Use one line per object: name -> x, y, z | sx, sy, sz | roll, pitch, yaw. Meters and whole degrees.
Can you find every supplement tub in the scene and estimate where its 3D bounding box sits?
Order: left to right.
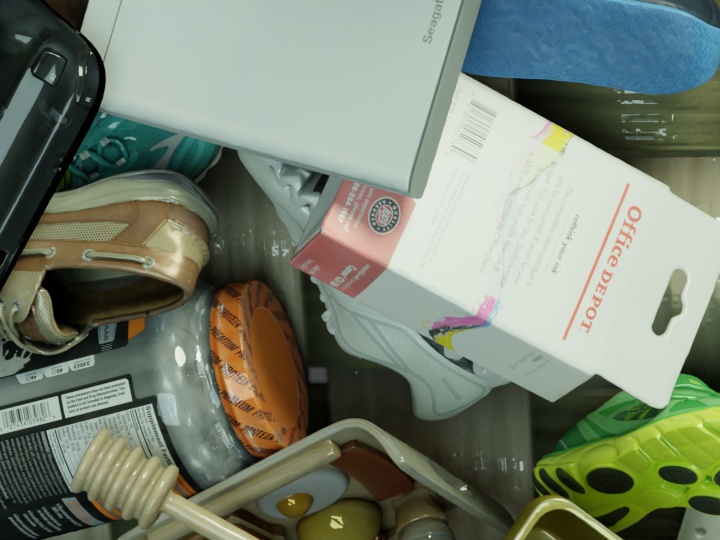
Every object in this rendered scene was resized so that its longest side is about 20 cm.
supplement tub -> -0.137, 0.075, 1.534 | 0.199, 0.123, 0.123 | -14, 105, 15

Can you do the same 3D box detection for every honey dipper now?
honey dipper -> -0.055, 0.144, 1.451 | 0.199, 0.038, 0.038 | 28, 112, 3

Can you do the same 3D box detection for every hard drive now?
hard drive -> -0.043, -0.124, 1.411 | 0.199, 0.027, 0.133 | 16, 88, 22

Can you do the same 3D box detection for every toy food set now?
toy food set -> -0.029, 0.158, 1.527 | 0.199, 0.143, 0.061 | -28, 58, 18

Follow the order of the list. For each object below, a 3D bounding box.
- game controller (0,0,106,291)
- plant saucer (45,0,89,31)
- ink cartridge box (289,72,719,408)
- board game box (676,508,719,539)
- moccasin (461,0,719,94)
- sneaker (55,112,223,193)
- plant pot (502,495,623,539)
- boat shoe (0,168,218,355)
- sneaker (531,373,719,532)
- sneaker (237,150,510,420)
game controller -> -0.203, -0.047, 1.451 | 0.104, 0.042, 0.201 | 44, 110, 42
plant saucer -> -0.136, -0.203, 1.486 | 0.199, 0.035, 0.201 | 4, 109, 11
ink cartridge box -> 0.080, -0.013, 1.449 | 0.199, 0.067, 0.117 | 28, 69, -8
board game box -> 0.271, 0.165, 1.531 | 0.199, 0.026, 0.201 | 17, 111, 6
moccasin -> 0.089, -0.134, 1.446 | 0.199, 0.068, 0.081 | 19, 119, 6
sneaker -> -0.164, -0.053, 1.518 | 0.199, 0.080, 0.078 | -17, 103, 16
plant pot -> 0.111, 0.235, 1.460 | 0.200, 0.176, 0.200 | 35, 94, -6
boat shoe -> -0.170, 0.004, 1.477 | 0.199, 0.072, 0.076 | -16, 141, 23
sneaker -> 0.168, 0.084, 1.460 | 0.074, 0.084, 0.200 | 47, 146, -22
sneaker -> 0.000, 0.000, 1.510 | 0.200, 0.075, 0.081 | 46, 123, -3
